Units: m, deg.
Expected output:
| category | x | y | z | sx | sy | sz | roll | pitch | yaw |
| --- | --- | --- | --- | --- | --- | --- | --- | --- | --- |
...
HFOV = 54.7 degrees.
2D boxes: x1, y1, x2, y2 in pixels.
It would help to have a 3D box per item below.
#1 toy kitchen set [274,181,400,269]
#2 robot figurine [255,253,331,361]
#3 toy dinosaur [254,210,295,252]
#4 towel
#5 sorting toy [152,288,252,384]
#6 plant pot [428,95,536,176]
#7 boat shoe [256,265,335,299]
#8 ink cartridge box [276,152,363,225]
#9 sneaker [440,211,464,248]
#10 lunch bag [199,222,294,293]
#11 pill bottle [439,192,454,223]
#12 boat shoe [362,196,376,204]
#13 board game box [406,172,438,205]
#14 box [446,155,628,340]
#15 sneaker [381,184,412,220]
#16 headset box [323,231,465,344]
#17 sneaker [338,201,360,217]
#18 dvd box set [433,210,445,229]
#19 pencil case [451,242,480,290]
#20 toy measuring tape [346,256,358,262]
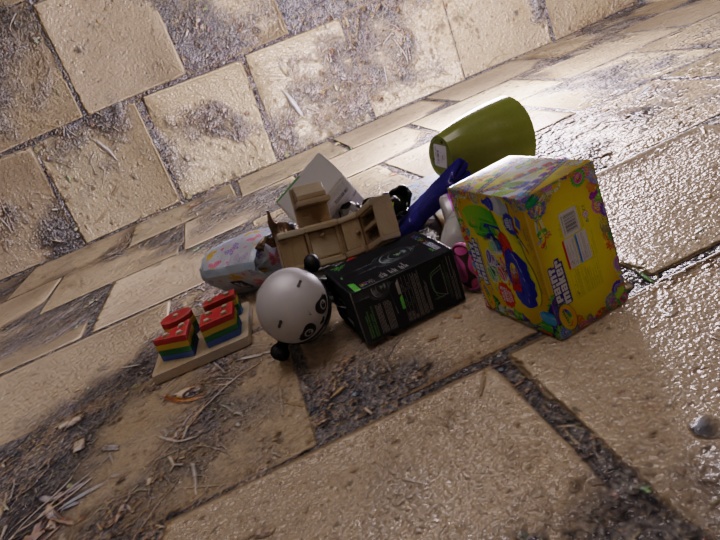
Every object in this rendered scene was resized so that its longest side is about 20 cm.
| category | x | y | z | sx | sy | sz | roll | pitch | yaw |
| --- | --- | --- | --- | --- | --- | --- | --- | --- | --- |
| toy kitchen set | -0.059 | -0.103 | 1.304 | 0.196 | 0.166 | 0.180 | -15 | -4 | -16 |
| robot figurine | -0.107 | 0.063 | 1.167 | 0.123 | 0.153 | 0.200 | -19 | -6 | -2 |
| toy dinosaur | -0.150 | -0.061 | 1.533 | 0.085 | 0.201 | 0.136 | -23 | 26 | 36 |
| towel | 0.150 | -0.139 | 1.473 | 0.200 | 0.049 | 0.148 | -45 | 8 | 34 |
| sorting toy | -0.320 | 0.117 | 1.387 | 0.196 | 0.071 | 0.200 | -23 | 19 | -2 |
| plant pot | 0.258 | -0.276 | 1.566 | 0.197 | 0.191 | 0.186 | -19 | 16 | -23 |
| boat shoe | -0.121 | 0.040 | 1.369 | 0.197 | 0.071 | 0.072 | -14 | 14 | 13 |
| ink cartridge box | -0.086 | -0.156 | 1.564 | 0.146 | 0.084 | 0.200 | -48 | -16 | 2 |
| sneaker | 0.208 | -0.110 | 1.252 | 0.202 | 0.074 | 0.087 | -55 | -10 | 2 |
| lunch bag | -0.251 | -0.020 | 1.600 | 0.167 | 0.130 | 0.199 | -11 | 10 | 28 |
| pill bottle | 0.258 | -0.128 | 1.343 | 0.197 | 0.106 | 0.105 | -21 | 18 | 6 |
| boat shoe | 0.038 | -0.129 | 1.666 | 0.072 | 0.064 | 0.202 | -20 | 20 | -3 |
| board game box | 0.161 | -0.184 | 1.704 | 0.196 | 0.042 | 0.200 | -24 | 19 | -5 |
| box | 0.243 | -0.041 | 0.974 | 0.120 | 0.203 | 0.192 | -27 | 19 | -14 |
| sneaker | 0.049 | -0.116 | 1.460 | 0.200 | 0.073 | 0.088 | -48 | -4 | -39 |
| headset box | 0.047 | 0.026 | 1.174 | 0.197 | 0.094 | 0.174 | -23 | 18 | -10 |
| sneaker | -0.014 | -0.088 | 1.525 | 0.074 | 0.117 | 0.200 | -21 | 18 | 0 |
| dvd box set | 0.233 | -0.132 | 1.500 | 0.144 | 0.030 | 0.201 | -21 | 19 | 4 |
| pencil case | 0.233 | -0.049 | 1.190 | 0.199 | 0.092 | 0.093 | -32 | 56 | -33 |
| toy measuring tape | 0.000 | 0.000 | 1.350 | 0.072 | 0.075 | 0.200 | -16 | 13 | 15 |
